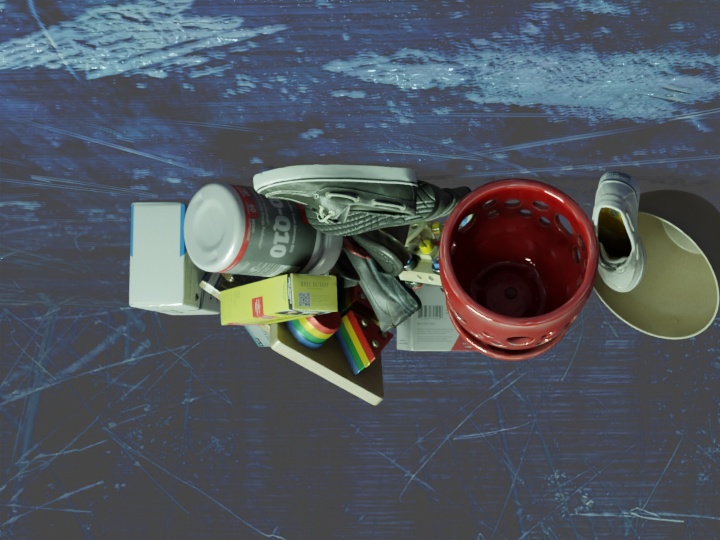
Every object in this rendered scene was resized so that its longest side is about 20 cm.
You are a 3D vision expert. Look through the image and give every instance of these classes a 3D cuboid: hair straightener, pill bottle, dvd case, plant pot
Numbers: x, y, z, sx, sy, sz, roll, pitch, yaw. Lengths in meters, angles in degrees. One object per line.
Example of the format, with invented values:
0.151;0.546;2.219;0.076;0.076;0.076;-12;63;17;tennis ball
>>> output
-0.052;-0.031;1.717;0.041;0.078;0.200;16;-163;-36;hair straightener
-0.123;-0.049;1.603;0.113;0.116;0.199;-6;173;43;pill bottle
-0.135;0.035;1.814;0.199;0.016;0.149;34;-148;-9;dvd case
0.417;-0.029;1.633;0.134;0.202;0.199;-41;-160;-34;plant pot
0.195;0.009;1.572;0.197;0.203;0.183;0;158;-1;plant pot

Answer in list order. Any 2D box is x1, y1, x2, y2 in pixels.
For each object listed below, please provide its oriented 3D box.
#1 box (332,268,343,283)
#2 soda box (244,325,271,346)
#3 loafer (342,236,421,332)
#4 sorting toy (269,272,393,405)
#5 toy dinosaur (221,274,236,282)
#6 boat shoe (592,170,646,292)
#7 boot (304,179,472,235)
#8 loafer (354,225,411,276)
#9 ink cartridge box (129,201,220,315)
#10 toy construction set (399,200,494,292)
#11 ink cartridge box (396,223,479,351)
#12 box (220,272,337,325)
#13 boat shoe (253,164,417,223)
-0.053;-0.017;1.964;0.197;0.108;0.122;1;176;-17;box
-0.122;0.033;2.058;0.068;0.201;0.064;-5;133;34;soda box
0.000;0.000;1.782;0.072;0.200;0.073;-43;169;8;loafer
-0.034;0.068;1.802;0.199;0.200;0.070;31;123;-27;sorting toy
-0.130;-0.057;1.793;0.199;0.061;0.106;-36;-173;-36;toy dinosaur
0.321;-0.031;1.535;0.070;0.070;0.201;12;143;20;boat shoe
0.038;-0.080;1.583;0.198;0.069;0.130;-2;180;27;boot
0.032;-0.055;1.656;0.073;0.071;0.200;47;-178;-23;loafer
-0.267;-0.014;1.783;0.083;0.148;0.200;-1;175;9;ink cartridge box
0.115;-0.037;1.740;0.199;0.132;0.092;-8;126;49;toy construction set
0.136;0.029;1.976;0.145;0.203;0.083;2;177;-15;ink cartridge box
-0.114;0.041;1.652;0.074;0.051;0.199;3;171;-35;box
-0.029;-0.090;1.452;0.197;0.065;0.071;0;174;-3;boat shoe
